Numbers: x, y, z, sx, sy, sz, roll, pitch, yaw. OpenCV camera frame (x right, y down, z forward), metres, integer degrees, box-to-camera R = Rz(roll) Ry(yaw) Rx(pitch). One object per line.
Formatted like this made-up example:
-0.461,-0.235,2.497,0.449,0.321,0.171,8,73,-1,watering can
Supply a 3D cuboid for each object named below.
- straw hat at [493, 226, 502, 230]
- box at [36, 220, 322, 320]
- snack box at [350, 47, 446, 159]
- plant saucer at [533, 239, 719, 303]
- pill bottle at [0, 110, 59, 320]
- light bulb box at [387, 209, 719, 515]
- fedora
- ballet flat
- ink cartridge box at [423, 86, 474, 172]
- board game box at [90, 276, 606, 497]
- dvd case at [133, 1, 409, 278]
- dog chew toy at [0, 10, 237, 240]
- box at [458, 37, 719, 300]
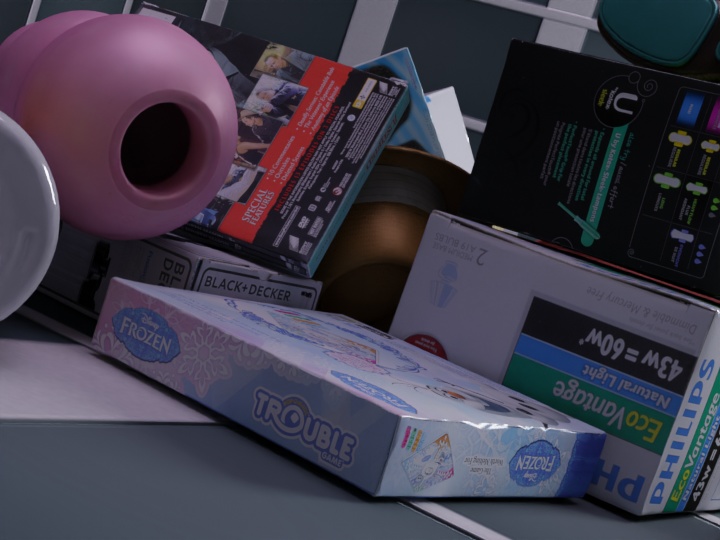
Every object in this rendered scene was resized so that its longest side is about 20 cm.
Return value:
0.059,0.020,1.198,0.201,0.201,0.085,12,49,-56,straw hat
-0.137,-0.002,0.881,0.200,0.060,0.117,21,5,35,box
0.013,-0.055,1.078,0.116,0.200,0.037,-21,8,-6,snack box
0.224,0.011,1.055,0.037,0.199,0.200,43,28,-33,plant saucer
-0.218,-0.040,0.697,0.111,0.112,0.200,17,4,-24,pill bottle
0.149,0.060,0.894,0.198,0.125,0.200,21,4,32,light bulb box
0.000,0.000,0.956,0.200,0.082,0.201,-3,-35,-2,fedora
0.237,-0.136,0.905,0.200,0.068,0.072,22,-16,49,ballet flat
-0.021,-0.091,1.240,0.200,0.086,0.146,-11,8,26,ink cartridge box
-0.003,0.063,0.747,0.200,0.043,0.199,22,5,37,board game box
-0.088,-0.088,0.894,0.200,0.146,0.022,20,-26,17,dvd case
-0.156,-0.094,0.817,0.124,0.125,0.200,15,10,-38,dog chew toy
0.194,-0.057,0.908,0.200,0.125,0.148,19,4,36,box
